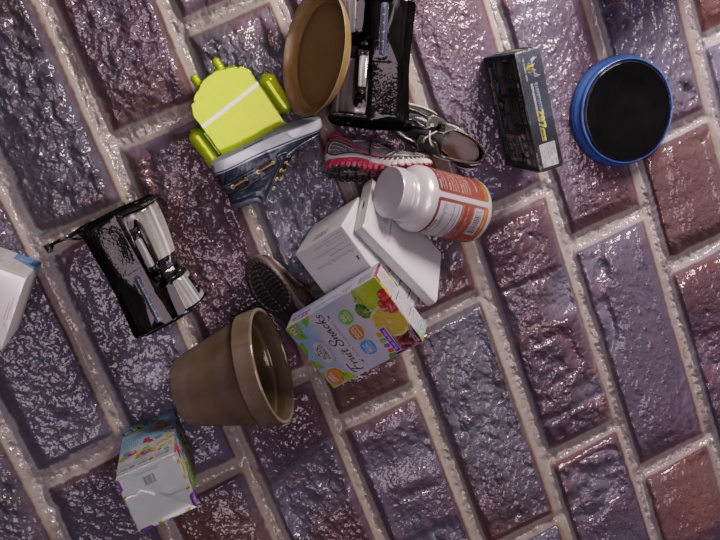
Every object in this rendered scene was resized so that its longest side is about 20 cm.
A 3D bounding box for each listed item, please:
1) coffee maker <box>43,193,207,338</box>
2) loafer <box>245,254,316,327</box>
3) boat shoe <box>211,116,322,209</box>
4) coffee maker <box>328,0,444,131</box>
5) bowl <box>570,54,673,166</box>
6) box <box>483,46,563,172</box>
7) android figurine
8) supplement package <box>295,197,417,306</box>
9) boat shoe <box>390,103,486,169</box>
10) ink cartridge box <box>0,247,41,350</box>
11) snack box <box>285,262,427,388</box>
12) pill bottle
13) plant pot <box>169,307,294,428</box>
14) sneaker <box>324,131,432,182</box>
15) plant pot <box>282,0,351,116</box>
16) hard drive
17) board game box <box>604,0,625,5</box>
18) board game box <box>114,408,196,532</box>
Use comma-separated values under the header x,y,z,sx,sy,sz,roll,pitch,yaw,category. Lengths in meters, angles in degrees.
x,y,z,sx,sy,sz,roll,pitch,yaw,category
-0.381,0.001,1.403,0.189,0.135,0.203,-19,104,17,coffee maker
-0.127,0.048,1.488,0.072,0.071,0.201,-31,108,25,loafer
-0.143,-0.179,1.402,0.197,0.071,0.092,-24,111,1,boat shoe
0.042,-0.340,1.397,0.188,0.134,0.205,3,93,-28,coffee maker
0.485,-0.294,1.555,0.196,0.039,0.206,-2,102,-11,bowl
0.279,-0.277,1.454,0.050,0.158,0.204,-17,103,-8,box
-0.205,-0.257,1.418,0.181,0.041,0.201,-39,108,-1,android figurine
0.000,0.000,1.457,0.113,0.110,0.201,-28,108,30,supplement package
0.131,-0.239,1.479,0.197,0.068,0.073,25,97,-12,boat shoe
-0.635,0.021,1.341,0.196,0.129,0.128,21,97,-14,ink cartridge box
-0.007,0.096,1.414,0.198,0.053,0.143,-29,108,27,snack box
0.123,-0.117,1.445,0.197,0.112,0.115,9,100,-37,pill bottle
-0.225,0.186,1.440,0.170,0.200,0.204,-18,105,9,plant pot
0.034,-0.200,1.464,0.196,0.081,0.076,3,70,-20,sneaker
-0.068,-0.349,1.357,0.027,0.199,0.205,3,102,-33,plant pot
0.069,-0.049,1.459,0.026,0.133,0.200,-27,122,31,hard drive
0.513,-0.562,1.445,0.199,0.159,0.098,-37,105,-3,board game box
-0.342,0.333,1.425,0.103,0.200,0.105,-21,105,-7,board game box
